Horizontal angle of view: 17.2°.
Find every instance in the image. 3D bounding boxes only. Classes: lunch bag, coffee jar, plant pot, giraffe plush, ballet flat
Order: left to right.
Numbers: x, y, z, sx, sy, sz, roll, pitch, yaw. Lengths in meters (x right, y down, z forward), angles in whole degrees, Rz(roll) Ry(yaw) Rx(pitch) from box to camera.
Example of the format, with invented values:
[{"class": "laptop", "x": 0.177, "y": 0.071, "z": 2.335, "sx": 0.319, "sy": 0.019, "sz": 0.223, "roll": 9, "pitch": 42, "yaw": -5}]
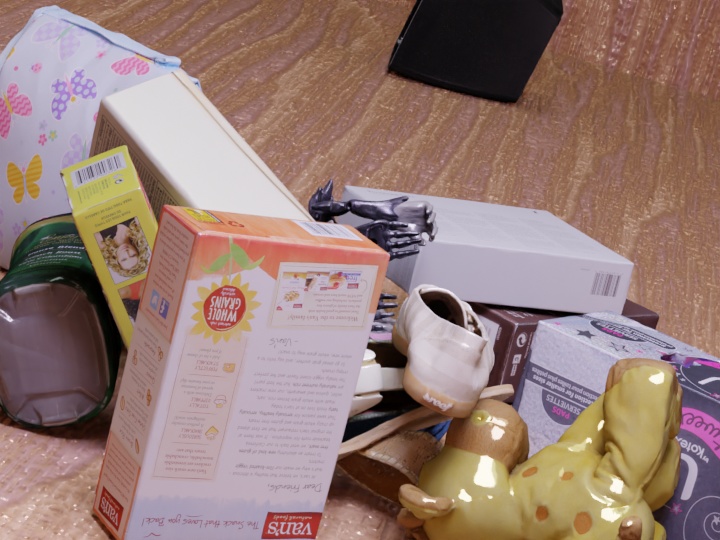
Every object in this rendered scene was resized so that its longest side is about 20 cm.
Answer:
[{"class": "coffee jar", "x": -0.203, "y": 0.028, "z": 1.627, "sx": 0.084, "sy": 0.105, "sz": 0.200, "roll": -9, "pitch": 16, "yaw": 2}, {"class": "lunch bag", "x": -0.208, "y": -0.088, "z": 1.856, "sx": 0.169, "sy": 0.202, "sz": 0.127, "roll": 24, "pitch": 17, "yaw": 31}, {"class": "ballet flat", "x": 0.006, "y": 0.072, "z": 1.588, "sx": 0.071, "sy": 0.070, "sz": 0.199, "roll": -1, "pitch": 3, "yaw": 45}, {"class": "plant pot", "x": 0.160, "y": -0.328, "z": 3.132, "sx": 0.176, "sy": 0.201, "sz": 0.200, "roll": 28, "pitch": 14, "yaw": -3}, {"class": "giraffe plush", "x": 0.111, "y": 0.144, "z": 1.512, "sx": 0.161, "sy": 0.173, "sz": 0.201, "roll": 8, "pitch": 49, "yaw": 14}]

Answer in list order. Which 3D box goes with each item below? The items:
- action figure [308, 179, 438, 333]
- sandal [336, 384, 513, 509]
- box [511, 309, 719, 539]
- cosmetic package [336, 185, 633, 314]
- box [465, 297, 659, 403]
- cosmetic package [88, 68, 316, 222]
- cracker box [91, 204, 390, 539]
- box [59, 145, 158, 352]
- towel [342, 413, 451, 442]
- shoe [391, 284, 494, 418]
[{"class": "action figure", "x": 0.000, "y": 0.000, "z": 1.748, "sx": 0.101, "sy": 0.120, "sz": 0.200, "roll": 12, "pitch": 4, "yaw": -9}, {"class": "sandal", "x": 0.017, "y": 0.134, "z": 1.581, "sx": 0.210, "sy": 0.070, "sz": 0.078, "roll": -12, "pitch": -13, "yaw": -28}, {"class": "box", "x": 0.211, "y": 0.123, "z": 1.655, "sx": 0.199, "sy": 0.133, "sz": 0.114, "roll": 24, "pitch": 16, "yaw": 29}, {"class": "cosmetic package", "x": 0.098, "y": -0.016, "z": 1.925, "sx": 0.198, "sy": 0.052, "sz": 0.151, "roll": 6, "pitch": 17, "yaw": -27}, {"class": "box", "x": 0.145, "y": 0.053, "z": 1.957, "sx": 0.100, "sy": 0.076, "sz": 0.199, "roll": 27, "pitch": 21, "yaw": 39}, {"class": "cosmetic package", "x": -0.101, "y": -0.029, "z": 1.612, "sx": 0.073, "sy": 0.104, "sz": 0.200, "roll": -25, "pitch": 61, "yaw": -33}, {"class": "cracker box", "x": -0.073, "y": 0.068, "z": 1.436, "sx": 0.133, "sy": 0.202, "sz": 0.058, "roll": 6, "pitch": 16, "yaw": -32}, {"class": "box", "x": -0.135, "y": 0.025, "z": 1.540, "sx": 0.050, "sy": 0.201, "sz": 0.075, "roll": -22, "pitch": 28, "yaw": -3}, {"class": "towel", "x": -0.036, "y": 0.083, "z": 1.715, "sx": 0.199, "sy": 0.049, "sz": 0.112, "roll": 21, "pitch": 16, "yaw": 14}, {"class": "shoe", "x": 0.060, "y": 0.043, "z": 1.541, "sx": 0.069, "sy": 0.054, "sz": 0.200, "roll": 20, "pitch": 12, "yaw": -5}]
